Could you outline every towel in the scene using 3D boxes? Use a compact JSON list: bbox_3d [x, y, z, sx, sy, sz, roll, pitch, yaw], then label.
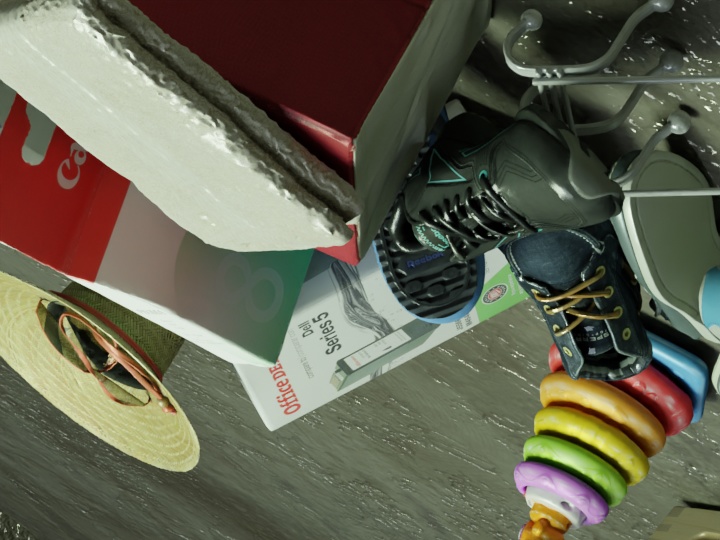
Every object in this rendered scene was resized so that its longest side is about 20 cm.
[{"bbox_3d":[-0.098,-0.075,1.269,0.200,0.035,0.132,40,157,-28],"label":"towel"}]

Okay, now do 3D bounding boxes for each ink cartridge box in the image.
[{"bbox_3d":[-0.107,-0.056,1.453,0.200,0.161,0.050,31,160,-36],"label":"ink cartridge box"},{"bbox_3d":[0.000,0.000,1.593,0.084,0.200,0.146,60,176,26],"label":"ink cartridge box"}]

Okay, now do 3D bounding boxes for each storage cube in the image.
[{"bbox_3d":[-0.043,-0.136,1.350,0.179,0.171,0.200,25,161,11],"label":"storage cube"}]

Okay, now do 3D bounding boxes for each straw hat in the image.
[{"bbox_3d":[-0.149,0.033,1.595,0.201,0.085,0.201,32,158,14],"label":"straw hat"}]

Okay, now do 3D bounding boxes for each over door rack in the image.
[{"bbox_3d":[0.183,-0.081,1.333,0.199,0.067,0.148,10,159,16],"label":"over door rack"}]

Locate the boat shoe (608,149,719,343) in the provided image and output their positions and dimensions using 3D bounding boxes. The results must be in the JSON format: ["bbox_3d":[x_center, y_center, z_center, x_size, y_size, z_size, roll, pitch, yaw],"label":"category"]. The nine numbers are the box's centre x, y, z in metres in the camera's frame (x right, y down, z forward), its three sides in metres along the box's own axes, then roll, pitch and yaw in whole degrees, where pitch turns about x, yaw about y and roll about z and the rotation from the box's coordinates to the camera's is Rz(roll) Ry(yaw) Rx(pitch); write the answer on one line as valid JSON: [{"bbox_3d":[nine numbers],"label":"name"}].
[{"bbox_3d":[0.174,-0.015,1.502,0.062,0.073,0.200,18,165,32],"label":"boat shoe"}]

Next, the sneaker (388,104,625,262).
[{"bbox_3d":[0.074,-0.035,1.341,0.075,0.079,0.200,48,168,-12],"label":"sneaker"}]

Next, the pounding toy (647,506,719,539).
[{"bbox_3d":[0.339,0.275,1.978,0.200,0.142,0.184,0,132,53],"label":"pounding toy"}]

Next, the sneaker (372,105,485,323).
[{"bbox_3d":[0.025,-0.066,1.478,0.066,0.201,0.078,-14,180,6],"label":"sneaker"}]

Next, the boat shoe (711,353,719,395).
[{"bbox_3d":[0.256,0.039,1.517,0.062,0.075,0.200,33,158,10],"label":"boat shoe"}]

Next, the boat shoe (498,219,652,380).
[{"bbox_3d":[0.130,0.008,1.525,0.071,0.091,0.200,-18,162,19],"label":"boat shoe"}]

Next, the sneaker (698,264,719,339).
[{"bbox_3d":[0.266,0.023,1.387,0.081,0.077,0.200,6,174,45],"label":"sneaker"}]

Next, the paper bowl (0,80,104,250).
[{"bbox_3d":[-0.180,-0.087,1.550,0.200,0.201,0.104,31,131,-3],"label":"paper bowl"}]

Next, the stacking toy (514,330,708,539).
[{"bbox_3d":[0.148,0.134,1.737,0.110,0.200,0.116,25,163,14],"label":"stacking toy"}]
